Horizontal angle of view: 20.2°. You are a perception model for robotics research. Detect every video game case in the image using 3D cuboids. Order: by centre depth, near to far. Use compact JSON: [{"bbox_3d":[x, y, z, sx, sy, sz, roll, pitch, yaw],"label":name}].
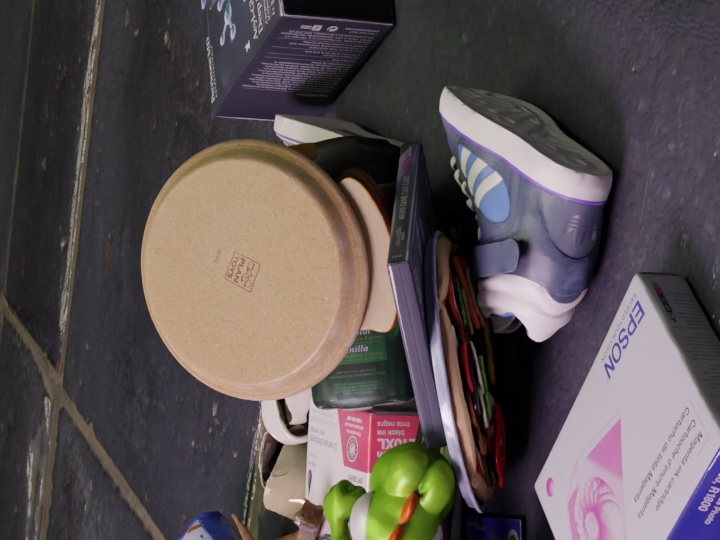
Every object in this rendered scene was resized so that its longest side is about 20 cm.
[{"bbox_3d":[0.045,0.013,1.429,0.200,0.019,0.144,-80,-21,-63],"label":"video game case"}]

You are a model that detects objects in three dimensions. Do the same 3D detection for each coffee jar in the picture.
[{"bbox_3d":[0.000,0.000,1.509,0.104,0.085,0.202,-13,-83,-73],"label":"coffee jar"}]

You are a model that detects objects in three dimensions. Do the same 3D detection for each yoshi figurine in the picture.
[{"bbox_3d":[0.015,0.200,1.411,0.201,0.112,0.112,-63,36,24],"label":"yoshi figurine"}]

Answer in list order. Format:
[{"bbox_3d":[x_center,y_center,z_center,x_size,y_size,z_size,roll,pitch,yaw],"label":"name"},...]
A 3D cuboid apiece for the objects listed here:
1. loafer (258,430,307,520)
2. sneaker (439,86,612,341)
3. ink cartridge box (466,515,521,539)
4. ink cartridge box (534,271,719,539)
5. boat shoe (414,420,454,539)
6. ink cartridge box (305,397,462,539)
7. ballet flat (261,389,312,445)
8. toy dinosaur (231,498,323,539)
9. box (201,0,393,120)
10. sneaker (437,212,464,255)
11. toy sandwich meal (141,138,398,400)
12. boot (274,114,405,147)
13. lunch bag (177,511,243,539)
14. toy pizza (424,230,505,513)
[{"bbox_3d":[-0.053,0.154,1.737,0.200,0.068,0.076,-102,21,-72],"label":"loafer"},{"bbox_3d":[0.097,-0.034,1.415,0.200,0.080,0.147,44,124,54],"label":"sneaker"},{"bbox_3d":[0.085,0.281,1.474,0.095,0.037,0.202,168,105,-68],"label":"ink cartridge box"},{"bbox_3d":[0.182,0.139,1.241,0.201,0.043,0.197,-110,32,-46],"label":"ink cartridge box"},{"bbox_3d":[0.034,0.182,1.473,0.072,0.065,0.202,50,-132,-82],"label":"boat shoe"},{"bbox_3d":[0.015,0.205,1.582,0.145,0.084,0.202,-176,88,-70],"label":"ink cartridge box"},{"bbox_3d":[-0.055,0.048,1.649,0.069,0.069,0.202,-156,60,-66],"label":"ballet flat"},{"bbox_3d":[-0.066,0.237,1.625,0.200,0.060,0.107,-37,29,61],"label":"toy dinosaur"},{"bbox_3d":[-0.061,-0.242,1.796,0.200,0.106,0.149,134,134,-59],"label":"box"},{"bbox_3d":[0.002,-0.053,1.605,0.199,0.071,0.080,32,106,27],"label":"sneaker"},{"bbox_3d":[-0.063,-0.005,1.445,0.204,0.070,0.207,3,97,26],"label":"toy sandwich meal"},{"bbox_3d":[-0.024,-0.078,1.725,0.200,0.072,0.091,-151,66,-62],"label":"boot"},{"bbox_3d":[-0.116,0.342,1.846,0.170,0.123,0.202,-138,47,-63],"label":"lunch bag"},{"bbox_3d":[0.078,0.070,1.428,0.200,0.031,0.202,-9,-90,-81],"label":"toy pizza"}]
